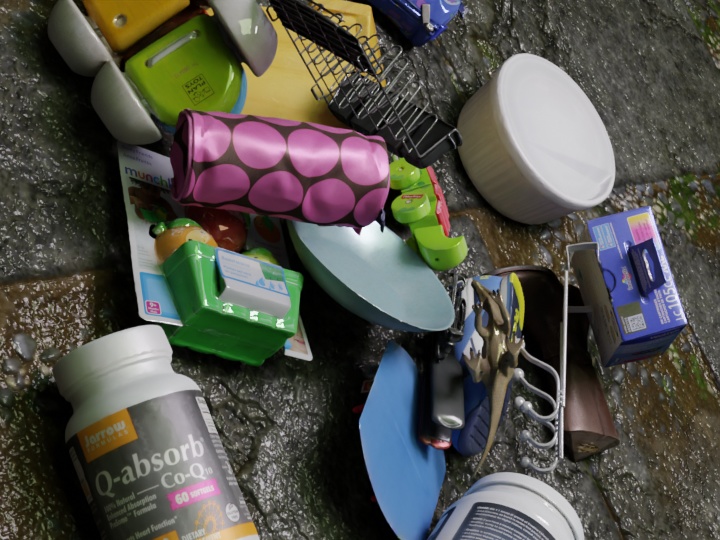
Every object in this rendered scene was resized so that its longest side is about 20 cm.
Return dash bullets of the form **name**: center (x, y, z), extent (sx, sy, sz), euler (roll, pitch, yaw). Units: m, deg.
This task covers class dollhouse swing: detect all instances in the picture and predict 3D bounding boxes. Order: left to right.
- **dollhouse swing**: center (-0.071, -0.163, 1.572), extent (0.182, 0.176, 0.200), euler (76, 12, -54)

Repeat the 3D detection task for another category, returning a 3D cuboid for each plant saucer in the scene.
- **plant saucer**: center (0.000, 0.000, 1.448), extent (0.201, 0.039, 0.201), euler (33, 21, -14)

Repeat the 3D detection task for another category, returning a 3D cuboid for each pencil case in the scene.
- **pencil case**: center (-0.073, -0.085, 1.350), extent (0.200, 0.094, 0.091), euler (9, 38, -22)
- **pencil case**: center (0.027, -0.340, 1.754), extent (0.200, 0.078, 0.087), euler (39, 20, -20)

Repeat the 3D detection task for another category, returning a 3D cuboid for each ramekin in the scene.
- **ramekin**: center (0.200, -0.146, 1.792), extent (0.202, 0.094, 0.203), euler (26, 48, -33)

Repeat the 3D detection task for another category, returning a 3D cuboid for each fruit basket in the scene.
- **fruit basket**: center (-0.128, -0.021, 1.374), extent (0.185, 0.094, 0.200), euler (19, 49, -37)

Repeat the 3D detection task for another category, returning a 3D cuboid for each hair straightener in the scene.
- **hair straightener**: center (0.093, 0.075, 1.495), extent (0.041, 0.077, 0.200), euler (20, 49, -9)

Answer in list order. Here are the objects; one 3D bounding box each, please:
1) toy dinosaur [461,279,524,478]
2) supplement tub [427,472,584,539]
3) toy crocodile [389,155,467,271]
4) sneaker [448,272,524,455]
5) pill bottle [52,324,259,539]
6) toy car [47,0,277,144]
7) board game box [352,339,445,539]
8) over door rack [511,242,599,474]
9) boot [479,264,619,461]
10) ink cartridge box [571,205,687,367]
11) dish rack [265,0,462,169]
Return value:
- **toy dinosaur**: center (0.131, 0.093, 1.468), extent (0.101, 0.058, 0.200), euler (69, 22, -66)
- **supplement tub**: center (0.113, 0.290, 1.375), extent (0.140, 0.140, 0.200), euler (51, 40, -8)
- **toy crocodile**: center (0.065, -0.068, 1.587), extent (0.200, 0.062, 0.068), euler (-101, 173, -59)
- **sneaker**: center (0.114, 0.095, 1.566), extent (0.074, 0.082, 0.200), euler (62, 37, -58)
- **pill bottle**: center (-0.165, 0.152, 1.200), extent (0.116, 0.116, 0.200), euler (-10, 73, -49)
- **toy car**: center (-0.176, -0.204, 1.411), extent (0.200, 0.175, 0.150), euler (55, -4, 20)
- **board game box**: center (0.026, 0.169, 1.439), extent (0.200, 0.039, 0.158), euler (-67, 138, -55)
- **over door rack**: center (0.192, 0.088, 1.547), extent (0.067, 0.148, 0.200), euler (12, 63, 12)
- **boot**: center (0.208, 0.103, 1.663), extent (0.186, 0.064, 0.200), euler (16, 58, -41)
- **ink cartridge box**: center (0.286, 0.018, 1.624), extent (0.200, 0.076, 0.137), euler (73, 2, -77)
- **dish rack**: center (-0.002, -0.182, 1.375), extent (0.055, 0.153, 0.200), euler (-47, 140, -12)
